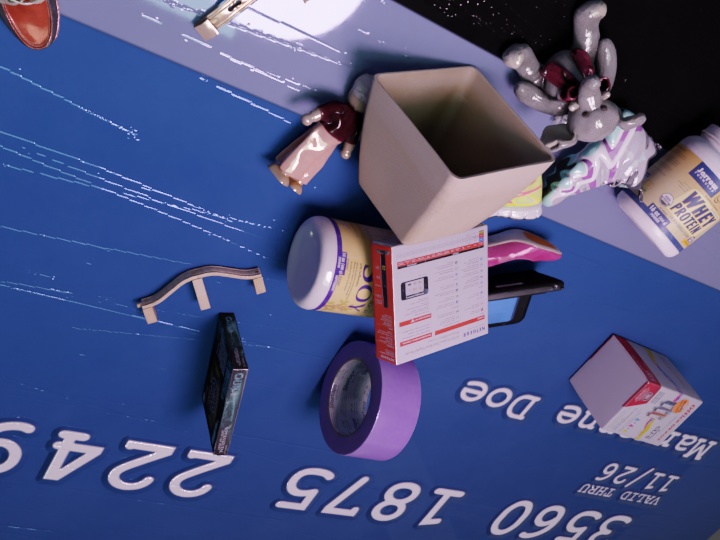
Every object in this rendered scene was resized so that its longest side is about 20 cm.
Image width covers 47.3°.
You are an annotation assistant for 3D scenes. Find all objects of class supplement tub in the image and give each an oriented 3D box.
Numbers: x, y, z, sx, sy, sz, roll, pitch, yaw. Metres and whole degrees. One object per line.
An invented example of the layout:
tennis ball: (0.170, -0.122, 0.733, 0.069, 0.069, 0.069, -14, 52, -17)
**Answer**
supplement tub: (0.555, -0.136, 1.395, 0.200, 0.145, 0.144, -42, 130, 15)
supplement tub: (0.000, 0.000, 1.291, 0.199, 0.146, 0.146, 9, 124, -27)

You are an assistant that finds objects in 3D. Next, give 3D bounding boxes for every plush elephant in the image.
plush elephant: (0.319, -0.255, 1.197, 0.164, 0.155, 0.200, -24, 132, -1)

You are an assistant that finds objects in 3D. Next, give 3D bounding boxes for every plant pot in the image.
plant pot: (0.111, -0.149, 1.163, 0.199, 0.200, 0.177, -15, 148, -37)

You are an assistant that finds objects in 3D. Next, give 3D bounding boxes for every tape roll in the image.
tape roll: (0.014, 0.229, 1.448, 0.085, 0.200, 0.200, 17, 120, -31)

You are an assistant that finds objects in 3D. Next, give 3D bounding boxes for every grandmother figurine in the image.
grandmother figurine: (-0.043, -0.201, 1.173, 0.200, 0.061, 0.121, -43, 157, 12)

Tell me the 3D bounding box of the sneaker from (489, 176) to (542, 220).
sneaker: (0.206, -0.133, 1.318, 0.199, 0.078, 0.091, -3, 118, -24)

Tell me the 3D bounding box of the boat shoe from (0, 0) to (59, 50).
boat shoe: (-0.386, -0.336, 0.921, 0.071, 0.063, 0.200, -13, 132, -13)

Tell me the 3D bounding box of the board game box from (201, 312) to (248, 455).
board game box: (-0.227, 0.190, 1.366, 0.028, 0.135, 0.200, 2, 127, -23)

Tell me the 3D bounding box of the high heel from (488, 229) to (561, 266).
high heel: (0.246, -0.021, 1.415, 0.199, 0.067, 0.096, 10, 114, -22)

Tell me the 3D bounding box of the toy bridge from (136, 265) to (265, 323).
toy bridge: (-0.253, 0.029, 1.296, 0.199, 0.027, 0.067, -15, 129, -9)

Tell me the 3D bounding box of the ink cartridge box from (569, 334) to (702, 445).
ink cartridge box: (0.578, 0.253, 1.724, 0.200, 0.145, 0.145, 20, 118, -34)

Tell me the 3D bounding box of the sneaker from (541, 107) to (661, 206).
sneaker: (0.403, -0.149, 1.343, 0.140, 0.078, 0.200, 39, 110, -15)

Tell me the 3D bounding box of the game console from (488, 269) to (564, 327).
game console: (0.238, 0.070, 1.467, 0.199, 0.176, 0.117, -8, 102, -16)

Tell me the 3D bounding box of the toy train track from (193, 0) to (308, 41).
toy train track: (-0.122, -0.353, 1.028, 0.200, 0.033, 0.115, -34, 132, 10)

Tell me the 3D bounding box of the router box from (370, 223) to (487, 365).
router box: (0.109, 0.030, 1.247, 0.200, 0.049, 0.180, -13, 108, -37)
